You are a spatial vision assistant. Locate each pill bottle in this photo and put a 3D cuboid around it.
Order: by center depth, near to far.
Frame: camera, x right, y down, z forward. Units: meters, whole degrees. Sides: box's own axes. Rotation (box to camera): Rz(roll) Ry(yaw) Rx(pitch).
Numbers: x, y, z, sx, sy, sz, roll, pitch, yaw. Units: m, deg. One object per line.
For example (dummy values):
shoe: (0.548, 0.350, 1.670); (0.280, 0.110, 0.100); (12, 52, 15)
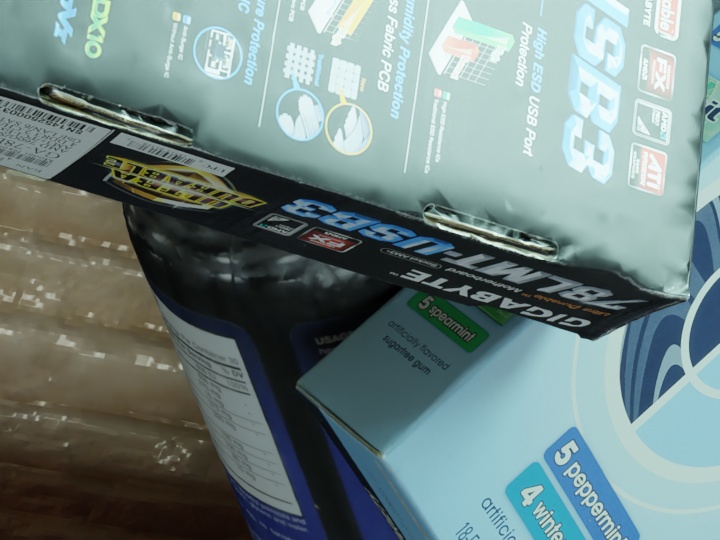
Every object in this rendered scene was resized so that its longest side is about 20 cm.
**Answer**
pill bottle: (0.000, 0.000, 0.757); (0.111, 0.112, 0.201); (-18, 129, 0)

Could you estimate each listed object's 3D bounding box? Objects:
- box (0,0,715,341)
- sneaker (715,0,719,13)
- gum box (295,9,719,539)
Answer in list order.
box: (-0.008, -0.106, 0.632); (0.197, 0.202, 0.050); (16, 160, -26)
sneaker: (0.093, -0.008, 0.811); (0.087, 0.075, 0.201); (5, 114, -6)
gum box: (0.101, 0.026, 0.739); (0.200, 0.045, 0.170); (-41, 131, -11)
